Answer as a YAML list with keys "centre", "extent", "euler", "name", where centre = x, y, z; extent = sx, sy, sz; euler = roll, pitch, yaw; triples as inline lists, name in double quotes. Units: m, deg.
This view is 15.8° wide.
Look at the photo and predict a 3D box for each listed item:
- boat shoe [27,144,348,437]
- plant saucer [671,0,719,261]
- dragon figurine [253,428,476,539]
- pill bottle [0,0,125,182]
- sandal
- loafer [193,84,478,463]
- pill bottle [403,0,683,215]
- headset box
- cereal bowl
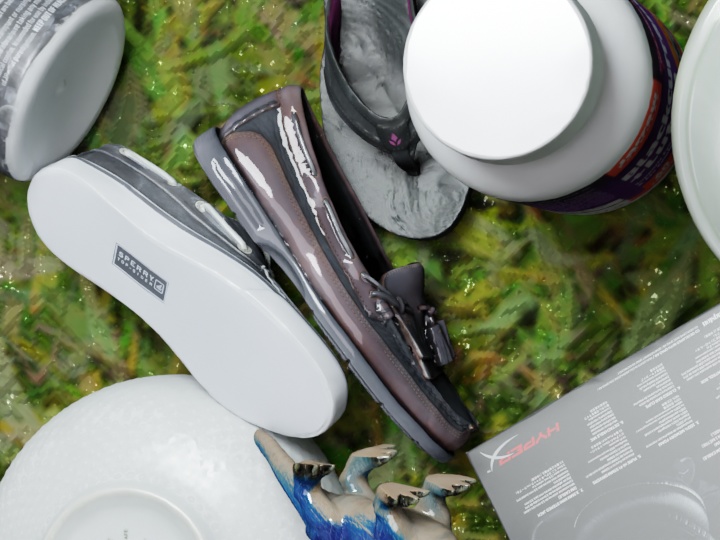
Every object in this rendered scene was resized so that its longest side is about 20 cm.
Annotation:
- centre: [-0.074, 0.004, 1.288]
  extent: [0.200, 0.068, 0.072]
  euler: [36, 131, 22]
  name: "boat shoe"
- centre: [0.237, -0.063, 1.123]
  extent: [0.200, 0.050, 0.200]
  euler: [-1, 105, -3]
  name: "plant saucer"
- centre: [0.002, 0.135, 1.185]
  extent: [0.200, 0.059, 0.100]
  euler: [15, 107, 43]
  name: "dragon figurine"
- centre: [-0.228, -0.134, 1.317]
  extent: [0.200, 0.106, 0.106]
  euler: [28, 96, 15]
  name: "pill bottle"
- centre: [0.008, -0.113, 1.279]
  extent: [0.075, 0.048, 0.201]
  euler: [-11, 86, 15]
  name: "sandal"
- centre: [0.000, 0.000, 1.258]
  extent: [0.063, 0.072, 0.200]
  euler: [-38, 90, 6]
  name: "loafer"
- centre: [0.084, -0.084, 1.178]
  extent: [0.111, 0.200, 0.112]
  euler: [0, 89, 16]
  name: "pill bottle"
- centre: [0.161, 0.134, 1.140]
  extent: [0.149, 0.077, 0.200]
  euler: [-33, 69, 14]
  name: "headset box"
- centre: [-0.103, 0.152, 1.286]
  extent: [0.200, 0.083, 0.200]
  euler: [-1, 87, 17]
  name: "cereal bowl"
